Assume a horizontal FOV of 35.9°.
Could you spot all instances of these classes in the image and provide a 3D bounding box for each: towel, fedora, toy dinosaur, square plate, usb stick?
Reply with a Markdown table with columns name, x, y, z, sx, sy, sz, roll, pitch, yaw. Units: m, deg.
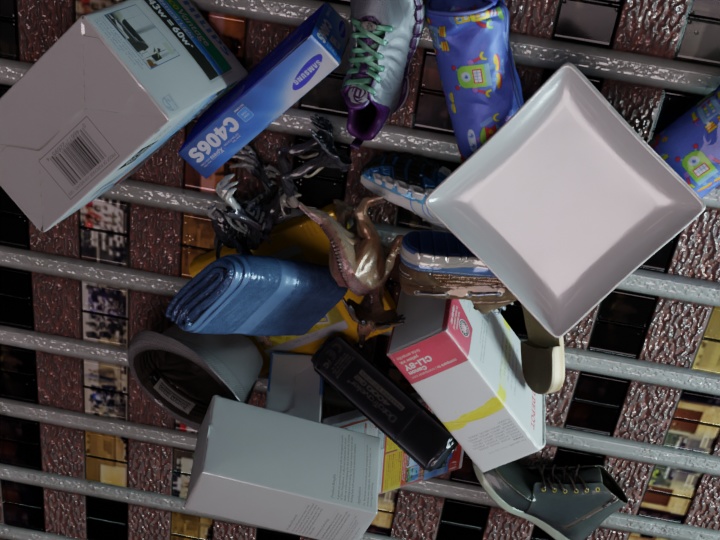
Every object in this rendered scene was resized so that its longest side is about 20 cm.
| name | x | y | z | sx | sy | sz | roll | pitch | yaw |
| --- | --- | --- | --- | --- | --- | --- | --- | --- | --- |
| towel | -0.108 | 0.025 | 1.215 | 0.112 | 0.049 | 0.200 | -42 | 152 | 27 |
| fedora | -0.185 | 0.118 | 1.343 | 0.200 | 0.090 | 0.177 | -2 | 129 | 45 |
| toy dinosaur | 0.000 | 0.000 | 1.199 | 0.086 | 0.136 | 0.200 | 8 | 162 | 34 |
| square plate | 0.201 | -0.068 | 1.106 | 0.198 | 0.028 | 0.200 | 45 | 104 | -3 |
| usb stick | 0.026 | 0.152 | 1.292 | 0.200 | 0.033 | 0.055 | 40 | 89 | 20 |

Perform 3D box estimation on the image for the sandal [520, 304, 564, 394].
| name | x | y | z | sx | sy | sz | roll | pitch | yaw |
| --- | --- | --- | --- | --- | --- | --- | --- | --- | --- |
| sandal | 0.226 | 0.032 | 1.261 | 0.070 | 0.078 | 0.212 | -8 | 105 | -33 |

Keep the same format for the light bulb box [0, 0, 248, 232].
| name | x | y | z | sx | sy | sz | roll | pitch | yaw |
| --- | --- | --- | --- | --- | --- | --- | --- | --- | --- |
| light bulb box | -0.249 | -0.167 | 1.110 | 0.198 | 0.200 | 0.125 | -35 | 98 | 27 |

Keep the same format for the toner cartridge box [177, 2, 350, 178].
| name | x | y | z | sx | sy | sz | roll | pitch | yaw |
| --- | --- | --- | --- | --- | --- | --- | --- | --- | --- |
| toner cartridge box | -0.099 | -0.185 | 1.149 | 0.200 | 0.095 | 0.043 | -36 | 112 | 28 |

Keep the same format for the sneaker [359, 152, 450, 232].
| name | x | y | z | sx | sy | sz | roll | pitch | yaw |
| --- | --- | --- | --- | --- | --- | --- | --- | --- | --- |
| sneaker | 0.091 | -0.064 | 1.214 | 0.200 | 0.075 | 0.087 | 17 | 130 | -2 |

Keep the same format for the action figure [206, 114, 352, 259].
| name | x | y | z | sx | sy | sz | roll | pitch | yaw |
| --- | --- | --- | --- | --- | --- | --- | --- | --- | --- |
| action figure | -0.110 | -0.089 | 1.206 | 0.200 | 0.119 | 0.102 | -39 | 120 | 18 |

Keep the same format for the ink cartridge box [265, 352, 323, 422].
| name | x | y | z | sx | sy | sz | roll | pitch | yaw |
| --- | --- | --- | --- | --- | --- | --- | --- | --- | --- |
| ink cartridge box | -0.082 | 0.211 | 1.379 | 0.068 | 0.116 | 0.200 | 3 | 135 | -1 |

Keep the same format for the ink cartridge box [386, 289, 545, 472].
| name | x | y | z | sx | sy | sz | roll | pitch | yaw |
| --- | --- | --- | --- | --- | --- | --- | --- | --- | --- |
| ink cartridge box | 0.126 | 0.109 | 1.273 | 0.083 | 0.145 | 0.200 | -27 | 115 | 25 |

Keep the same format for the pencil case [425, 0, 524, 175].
| name | x | y | z | sx | sy | sz | roll | pitch | yaw |
| --- | --- | --- | --- | --- | --- | --- | --- | --- | --- |
| pencil case | 0.125 | -0.187 | 1.121 | 0.087 | 0.078 | 0.200 | -4 | 123 | 23 |

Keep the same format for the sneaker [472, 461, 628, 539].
| name | x | y | z | sx | sy | sz | roll | pitch | yaw |
| --- | --- | --- | --- | --- | --- | --- | --- | --- | --- |
| sneaker | 0.240 | 0.265 | 1.409 | 0.200 | 0.075 | 0.106 | 34 | 117 | -24 |

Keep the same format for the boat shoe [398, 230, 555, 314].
| name | x | y | z | sx | sy | sz | roll | pitch | yaw |
| --- | --- | --- | --- | --- | --- | --- | --- | --- | --- |
| boat shoe | 0.138 | 0.005 | 1.188 | 0.200 | 0.072 | 0.072 | 9 | 124 | -1 |

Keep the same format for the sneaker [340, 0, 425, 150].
| name | x | y | z | sx | sy | sz | roll | pitch | yaw |
| --- | --- | --- | --- | --- | --- | --- | --- | --- | --- |
| sneaker | 0.016 | -0.208 | 1.086 | 0.074 | 0.088 | 0.200 | 16 | 144 | 14 |

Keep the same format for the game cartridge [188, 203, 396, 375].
| name | x | y | z | sx | sy | sz | roll | pitch | yaw |
| --- | --- | --- | --- | --- | --- | --- | --- | --- | --- |
| game cartridge | -0.077 | 0.027 | 1.322 | 0.200 | 0.032 | 0.176 | -20 | 118 | 22 |

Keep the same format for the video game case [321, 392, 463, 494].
| name | x | y | z | sx | sy | sz | roll | pitch | yaw |
| --- | --- | --- | --- | --- | --- | --- | --- | --- | --- |
| video game case | 0.043 | 0.215 | 1.369 | 0.200 | 0.017 | 0.143 | -13 | 127 | -23 |

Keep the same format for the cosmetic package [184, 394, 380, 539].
| name | x | y | z | sx | sy | sz | roll | pitch | yaw |
| --- | --- | --- | --- | --- | --- | --- | --- | --- | --- |
| cosmetic package | -0.084 | 0.224 | 1.235 | 0.200 | 0.108 | 0.085 | 16 | 135 | -11 |

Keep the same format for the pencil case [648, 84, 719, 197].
| name | x | y | z | sx | sy | sz | roll | pitch | yaw |
| --- | --- | --- | --- | --- | --- | --- | --- | --- | --- |
| pencil case | 0.327 | -0.101 | 1.136 | 0.087 | 0.078 | 0.200 | 46 | 120 | -2 |
